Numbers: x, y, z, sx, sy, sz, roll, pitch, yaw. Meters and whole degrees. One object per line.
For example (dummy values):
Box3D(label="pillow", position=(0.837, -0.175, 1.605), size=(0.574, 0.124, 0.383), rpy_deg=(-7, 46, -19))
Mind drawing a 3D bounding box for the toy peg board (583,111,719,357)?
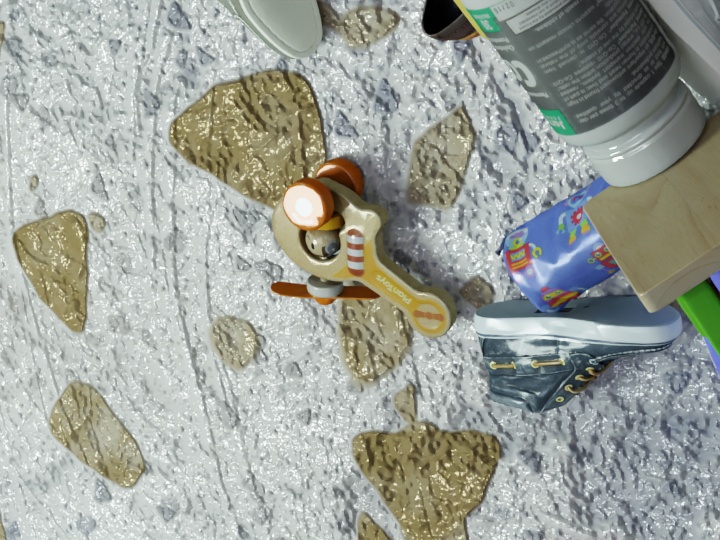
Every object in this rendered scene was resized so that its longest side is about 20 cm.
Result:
Box3D(label="toy peg board", position=(0.291, -0.037, 1.272), size=(0.199, 0.200, 0.098), rpy_deg=(-34, 110, 8))

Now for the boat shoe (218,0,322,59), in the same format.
Box3D(label="boat shoe", position=(-0.110, -0.274, 1.557), size=(0.202, 0.072, 0.060), rpy_deg=(53, 151, -8))

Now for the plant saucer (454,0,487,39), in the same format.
Box3D(label="plant saucer", position=(0.119, -0.319, 1.363), size=(0.200, 0.048, 0.200), rpy_deg=(-38, 90, 10))

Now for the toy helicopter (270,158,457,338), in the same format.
Box3D(label="toy helicopter", position=(0.000, 0.000, 1.587), size=(0.200, 0.079, 0.132), rpy_deg=(37, 123, 10))

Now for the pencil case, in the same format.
Box3D(label="pencil case", position=(0.209, -0.043, 1.446), size=(0.078, 0.087, 0.200), rpy_deg=(27, 133, -32))

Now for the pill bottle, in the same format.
Box3D(label="pill bottle", position=(0.174, -0.169, 1.318), size=(0.113, 0.113, 0.200), rpy_deg=(-24, 115, 35))

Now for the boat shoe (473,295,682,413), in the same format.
Box3D(label="boat shoe", position=(0.195, 0.075, 1.506), size=(0.200, 0.071, 0.091), rpy_deg=(0, 109, 38))

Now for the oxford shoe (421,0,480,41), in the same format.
Box3D(label="oxford shoe", position=(0.107, -0.277, 1.420), size=(0.071, 0.073, 0.200), rpy_deg=(30, 117, 19))

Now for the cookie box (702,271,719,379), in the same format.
Box3D(label="cookie box", position=(0.373, 0.019, 1.372), size=(0.200, 0.075, 0.172), rpy_deg=(-20, 97, 34))

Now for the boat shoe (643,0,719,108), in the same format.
Box3D(label="boat shoe", position=(0.260, -0.208, 1.356), size=(0.200, 0.072, 0.069), rpy_deg=(45, 82, -11))
